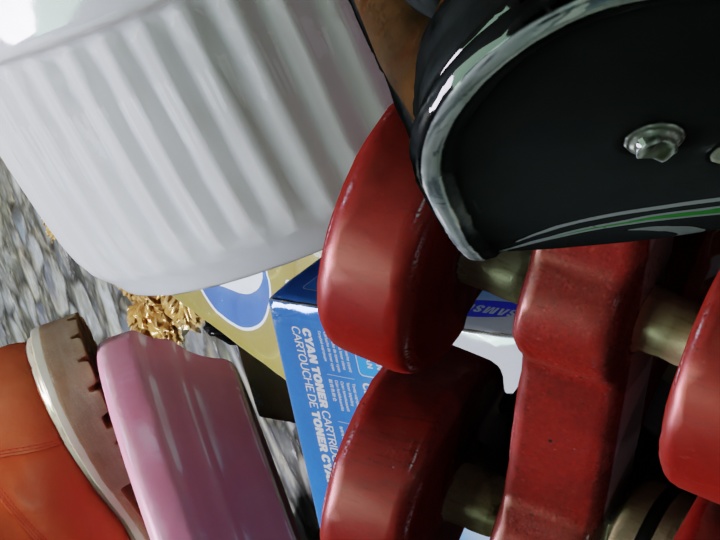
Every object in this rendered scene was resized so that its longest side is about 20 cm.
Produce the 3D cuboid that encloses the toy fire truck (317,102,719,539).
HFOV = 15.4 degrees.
[{"bbox_3d":[0.076,0.006,0.663,0.112,0.168,0.200,21,138,19],"label":"toy fire truck"}]

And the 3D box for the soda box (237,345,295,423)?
[{"bbox_3d":[-0.031,-0.043,1.037,0.068,0.064,0.201,1,109,70],"label":"soda box"}]

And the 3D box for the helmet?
[{"bbox_3d":[0.075,-0.105,0.491,0.200,0.190,0.201,-25,-90,-86],"label":"helmet"}]

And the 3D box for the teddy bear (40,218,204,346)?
[{"bbox_3d":[-0.122,-0.053,1.277,0.145,0.067,0.201,-1,108,68],"label":"teddy bear"}]

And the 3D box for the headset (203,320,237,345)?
[{"bbox_3d":[-0.061,-0.059,1.132,0.124,0.094,0.201,107,155,-59],"label":"headset"}]

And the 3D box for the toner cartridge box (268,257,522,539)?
[{"bbox_3d":[0.039,0.093,0.803,0.095,0.043,0.201,7,121,37],"label":"toner cartridge box"}]

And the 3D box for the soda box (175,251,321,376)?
[{"bbox_3d":[0.000,0.000,0.899,0.200,0.064,0.068,34,136,39],"label":"soda box"}]

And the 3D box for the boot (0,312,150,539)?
[{"bbox_3d":[-0.135,0.100,1.088,0.200,0.107,0.075,70,176,-51],"label":"boot"}]

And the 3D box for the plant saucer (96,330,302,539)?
[{"bbox_3d":[-0.046,0.114,1.030,0.201,0.051,0.201,160,90,-87],"label":"plant saucer"}]

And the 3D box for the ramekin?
[{"bbox_3d":[-0.023,-0.075,0.792,0.105,0.200,0.200,64,163,-14],"label":"ramekin"}]
